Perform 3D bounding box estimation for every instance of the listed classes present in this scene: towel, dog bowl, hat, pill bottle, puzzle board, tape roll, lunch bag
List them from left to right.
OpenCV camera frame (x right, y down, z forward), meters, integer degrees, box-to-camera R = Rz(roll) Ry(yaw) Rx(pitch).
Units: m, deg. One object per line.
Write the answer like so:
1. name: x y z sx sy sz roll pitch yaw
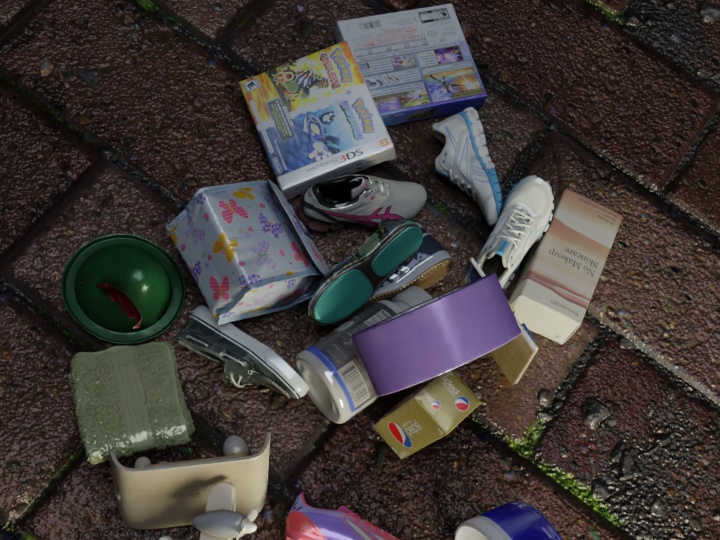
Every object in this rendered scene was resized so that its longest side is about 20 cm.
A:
1. hat: -0.311 -0.004 1.534 0.200 0.176 0.166 41 64 11
2. towel: -0.304 0.166 1.500 0.148 0.036 0.200 -11 40 -12
3. lunch bag: -0.140 -0.035 1.602 0.200 0.127 0.170 -10 65 -49
4. pill bottle: 0.019 0.112 1.580 0.200 0.114 0.114 -33 75 -22
5. tape roll: 0.095 0.080 1.444 0.200 0.200 0.085 -24 88 -19
6. puzzle board: 0.187 0.072 1.580 0.017 0.200 0.151 -30 75 -11
7. dog bowl: 0.202 0.395 1.439 0.079 0.200 0.200 -20 71 -20

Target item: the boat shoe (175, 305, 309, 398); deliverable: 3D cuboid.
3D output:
1. boat shoe: -0.164 0.128 1.574 0.200 0.072 0.071 31 72 17

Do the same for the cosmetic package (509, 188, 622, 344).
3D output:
1. cosmetic package: 0.301 -0.007 1.698 0.103 0.087 0.200 25 65 1

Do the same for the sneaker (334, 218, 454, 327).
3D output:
1. sneaker: 0.025 -0.002 1.659 0.200 0.070 0.109 -28 66 -14

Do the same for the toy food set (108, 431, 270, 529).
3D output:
1. toy food set: -0.214 0.262 1.459 0.200 0.144 0.060 -4 49 -11

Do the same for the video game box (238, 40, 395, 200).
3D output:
1. video game box: -0.066 -0.228 1.733 0.182 0.047 0.200 -21 71 -5

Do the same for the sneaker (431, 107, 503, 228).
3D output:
1. sneaker: 0.161 -0.148 1.747 0.087 0.075 0.200 -16 67 -2

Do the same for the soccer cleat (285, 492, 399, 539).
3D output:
1. soccer cleat: 0.000 0.350 1.501 0.200 0.067 0.076 14 60 -1

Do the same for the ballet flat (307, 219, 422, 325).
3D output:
1. ballet flat: 0.000 0.000 1.592 0.200 0.074 0.074 -37 77 -12

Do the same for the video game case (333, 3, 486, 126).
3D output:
1. video game case: 0.078 -0.326 1.823 0.200 0.045 0.181 -12 68 -14

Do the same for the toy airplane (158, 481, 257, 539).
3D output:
1. toy airplane: -0.176 0.391 1.405 0.199 0.141 0.200 -39 91 -3

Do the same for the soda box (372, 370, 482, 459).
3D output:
1. soda box: 0.084 0.190 1.507 0.068 0.200 0.064 -40 85 -23

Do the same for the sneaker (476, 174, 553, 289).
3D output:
1. sneaker: 0.217 -0.043 1.645 0.075 0.087 0.200 27 101 9

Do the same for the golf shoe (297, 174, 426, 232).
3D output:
1. golf shoe: 0.011 -0.104 1.687 0.200 0.092 0.073 -8 68 -19
